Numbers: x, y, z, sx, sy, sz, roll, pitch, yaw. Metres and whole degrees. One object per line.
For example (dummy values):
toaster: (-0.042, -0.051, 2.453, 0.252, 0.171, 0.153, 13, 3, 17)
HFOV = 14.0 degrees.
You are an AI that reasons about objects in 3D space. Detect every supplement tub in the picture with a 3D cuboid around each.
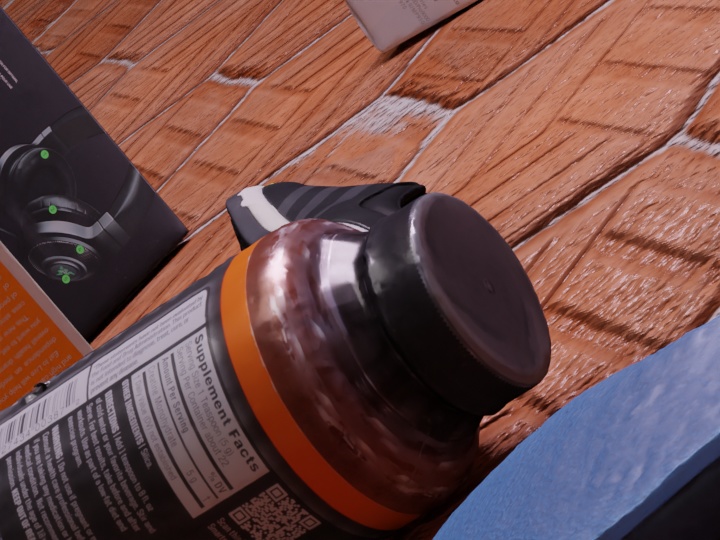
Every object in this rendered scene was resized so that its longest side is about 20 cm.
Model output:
supplement tub: (-0.034, 0.054, 0.967, 0.200, 0.107, 0.107, -32, 15, 25)

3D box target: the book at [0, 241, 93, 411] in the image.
book: (-0.177, 0.050, 1.153, 0.134, 0.200, 0.048, -41, 14, -8)

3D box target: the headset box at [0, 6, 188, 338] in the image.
headset box: (-0.215, -0.023, 1.544, 0.200, 0.174, 0.093, -48, 16, -29)

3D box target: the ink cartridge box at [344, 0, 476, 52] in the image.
ink cartridge box: (0.098, -0.210, 1.602, 0.200, 0.047, 0.160, -24, 19, 33)

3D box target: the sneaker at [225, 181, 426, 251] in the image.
sneaker: (0.000, 0.000, 1.178, 0.083, 0.072, 0.200, -17, 12, -8)

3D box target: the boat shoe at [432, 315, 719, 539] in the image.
boat shoe: (0.096, 0.055, 0.704, 0.200, 0.069, 0.084, -33, 23, 29)
